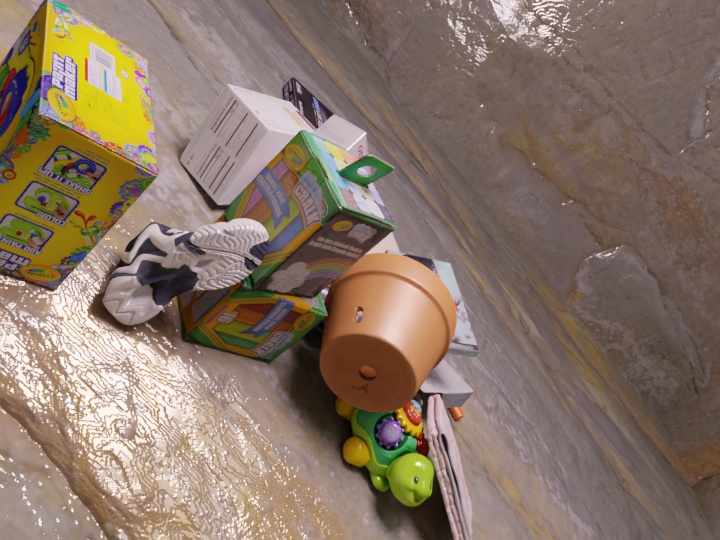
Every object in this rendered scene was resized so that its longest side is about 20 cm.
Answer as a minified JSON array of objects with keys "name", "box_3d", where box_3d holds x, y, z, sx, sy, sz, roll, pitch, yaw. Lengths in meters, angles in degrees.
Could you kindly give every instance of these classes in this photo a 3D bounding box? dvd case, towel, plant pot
[{"name":"dvd case","box_3d":[0.121,0.055,1.068,0.143,0.022,0.203,12,46,-24]},{"name":"towel","box_3d":[0.141,0.314,0.944,0.191,0.032,0.205,-27,103,-82]},{"name":"plant pot","box_3d":[0.028,0.098,0.848,0.200,0.199,0.141,45,35,-14]}]

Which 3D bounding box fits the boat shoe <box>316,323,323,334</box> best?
[{"name":"boat shoe","box_3d":[-0.044,0.086,1.019,0.198,0.074,0.066,32,35,-16]}]

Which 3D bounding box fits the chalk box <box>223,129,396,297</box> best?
[{"name":"chalk box","box_3d":[-0.049,-0.079,0.750,0.124,0.199,0.125,14,42,-55]}]

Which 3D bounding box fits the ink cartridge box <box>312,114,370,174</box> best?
[{"name":"ink cartridge box","box_3d":[-0.073,-0.147,1.057,0.084,0.200,0.147,31,-26,24]}]

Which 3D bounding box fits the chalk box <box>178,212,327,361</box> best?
[{"name":"chalk box","box_3d":[-0.135,0.035,0.837,0.198,0.124,0.126,25,34,-46]}]

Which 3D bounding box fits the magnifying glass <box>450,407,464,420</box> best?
[{"name":"magnifying glass","box_3d":[0.157,0.216,1.269,0.079,0.022,0.202,12,44,-58]}]

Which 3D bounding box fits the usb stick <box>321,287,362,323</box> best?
[{"name":"usb stick","box_3d":[-0.065,0.047,0.958,0.198,0.033,0.056,31,69,-12]}]

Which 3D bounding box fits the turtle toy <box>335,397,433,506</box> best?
[{"name":"turtle toy","box_3d":[0.050,0.253,0.898,0.145,0.101,0.202,33,29,-37]}]

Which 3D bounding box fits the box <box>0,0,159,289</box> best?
[{"name":"box","box_3d":[-0.320,-0.129,0.633,0.121,0.192,0.202,27,32,-44]}]

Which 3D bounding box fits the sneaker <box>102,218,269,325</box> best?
[{"name":"sneaker","box_3d":[-0.208,-0.027,0.725,0.080,0.197,0.130,58,3,-37]}]

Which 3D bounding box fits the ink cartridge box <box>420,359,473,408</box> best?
[{"name":"ink cartridge box","box_3d":[0.106,0.184,1.133,0.198,0.058,0.163,9,31,-52]}]

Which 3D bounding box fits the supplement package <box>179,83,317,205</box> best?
[{"name":"supplement package","box_3d":[-0.179,-0.208,1.049,0.111,0.156,0.199,45,21,13]}]

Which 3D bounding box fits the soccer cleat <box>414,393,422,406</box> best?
[{"name":"soccer cleat","box_3d":[0.035,0.179,1.003,0.199,0.070,0.086,34,8,-41]}]

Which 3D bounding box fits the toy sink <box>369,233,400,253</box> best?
[{"name":"toy sink","box_3d":[0.000,0.000,1.139,0.129,0.112,0.203,14,45,-39]}]

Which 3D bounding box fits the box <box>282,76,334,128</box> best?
[{"name":"box","box_3d":[-0.114,-0.386,1.594,0.197,0.049,0.202,37,27,-35]}]
